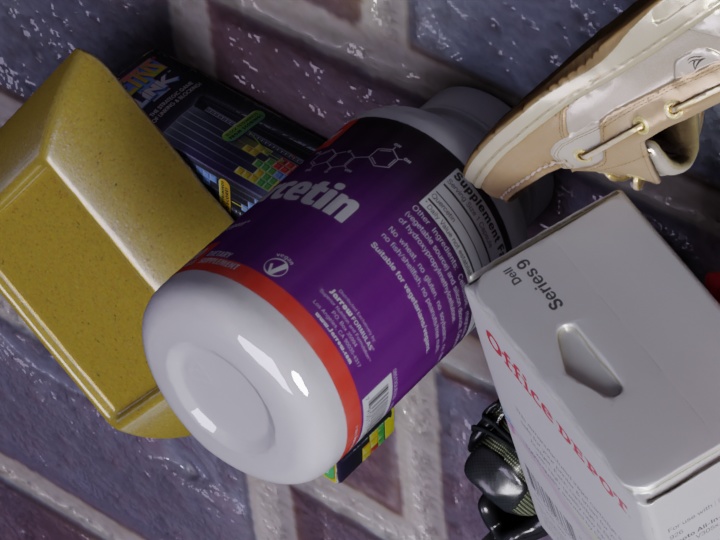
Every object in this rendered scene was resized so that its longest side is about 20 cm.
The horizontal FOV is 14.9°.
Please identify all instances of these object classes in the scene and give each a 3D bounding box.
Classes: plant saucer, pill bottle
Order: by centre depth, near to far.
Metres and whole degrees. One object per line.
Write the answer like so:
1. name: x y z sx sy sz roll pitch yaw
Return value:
1. pill bottle: 0.000 0.000 1.275 0.112 0.200 0.113 30 144 25
2. plant saucer: -0.134 0.002 1.476 0.200 0.048 0.200 50 148 -3

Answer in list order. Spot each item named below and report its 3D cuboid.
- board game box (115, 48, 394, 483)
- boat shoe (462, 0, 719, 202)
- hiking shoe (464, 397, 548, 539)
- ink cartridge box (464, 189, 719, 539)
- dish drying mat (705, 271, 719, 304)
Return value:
1. board game box: -0.061 0.000 1.482 0.165 0.057 0.200 28 143 25
2. boat shoe: 0.118 -0.069 1.176 0.069 0.074 0.200 48 142 -3
3. hiking shoe: 0.100 0.072 1.330 0.076 0.101 0.200 33 145 20
4. ink cartridge box: 0.131 0.085 1.206 0.145 0.087 0.200 52 171 38
5. dish drying mat: 0.198 0.045 1.084 0.077 0.018 0.200 65 166 -16
